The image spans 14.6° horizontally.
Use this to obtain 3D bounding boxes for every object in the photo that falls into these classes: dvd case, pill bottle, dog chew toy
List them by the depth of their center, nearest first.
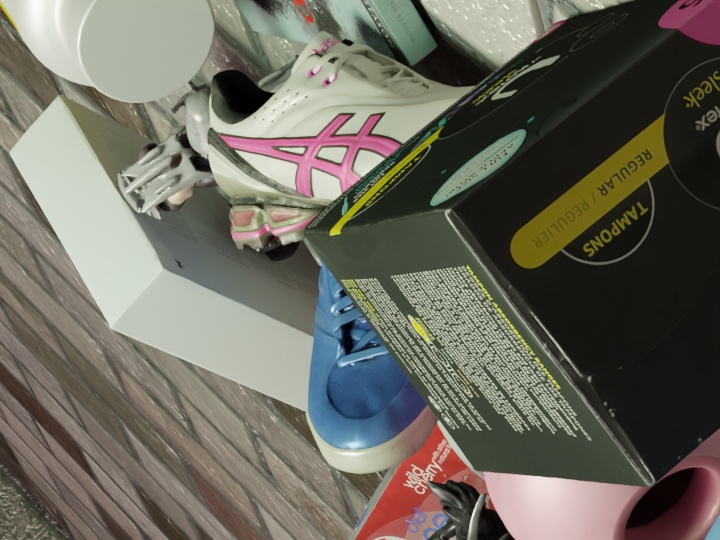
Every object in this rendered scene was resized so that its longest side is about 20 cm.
[{"bbox_3d":[0.092,0.052,1.317,0.200,0.124,0.125,49,168,42],"label":"dog chew toy"},{"bbox_3d":[-0.045,-0.172,1.380,0.146,0.022,0.200,58,164,-22],"label":"dvd case"},{"bbox_3d":[-0.142,-0.162,1.471,0.104,0.104,0.200,62,174,-37],"label":"pill bottle"}]

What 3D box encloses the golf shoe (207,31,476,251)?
[{"bbox_3d":[0.000,-0.067,1.308,0.200,0.073,0.092,-10,100,42],"label":"golf shoe"}]

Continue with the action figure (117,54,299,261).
[{"bbox_3d":[-0.061,-0.060,1.503,0.200,0.130,0.070,48,-159,-66],"label":"action figure"}]

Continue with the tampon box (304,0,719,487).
[{"bbox_3d":[0.092,-0.014,1.073,0.126,0.150,0.200,53,166,-8],"label":"tampon box"}]

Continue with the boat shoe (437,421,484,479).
[{"bbox_3d":[0.118,0.103,1.447,0.199,0.074,0.068,48,159,8],"label":"boat shoe"}]

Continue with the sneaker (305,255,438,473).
[{"bbox_3d":[-0.001,0.000,1.407,0.200,0.077,0.111,-78,-27,-47],"label":"sneaker"}]

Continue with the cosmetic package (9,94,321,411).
[{"bbox_3d":[-0.089,-0.004,1.584,0.200,0.052,0.151,27,-160,-47],"label":"cosmetic package"}]

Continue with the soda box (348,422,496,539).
[{"bbox_3d":[0.047,0.127,1.573,0.070,0.063,0.200,31,139,2],"label":"soda box"}]

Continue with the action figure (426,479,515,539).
[{"bbox_3d":[0.069,0.183,1.477,0.119,0.102,0.200,39,172,23],"label":"action figure"}]

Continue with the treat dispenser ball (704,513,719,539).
[{"bbox_3d":[0.210,0.141,0.984,0.201,0.201,0.201,47,165,16],"label":"treat dispenser ball"}]
